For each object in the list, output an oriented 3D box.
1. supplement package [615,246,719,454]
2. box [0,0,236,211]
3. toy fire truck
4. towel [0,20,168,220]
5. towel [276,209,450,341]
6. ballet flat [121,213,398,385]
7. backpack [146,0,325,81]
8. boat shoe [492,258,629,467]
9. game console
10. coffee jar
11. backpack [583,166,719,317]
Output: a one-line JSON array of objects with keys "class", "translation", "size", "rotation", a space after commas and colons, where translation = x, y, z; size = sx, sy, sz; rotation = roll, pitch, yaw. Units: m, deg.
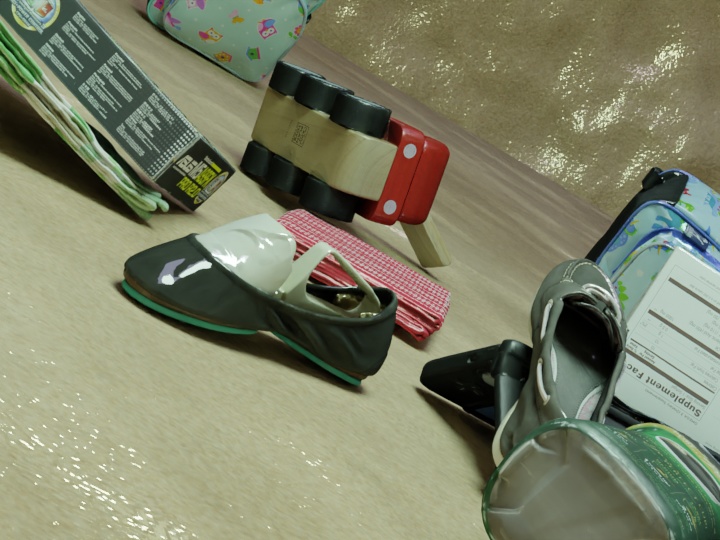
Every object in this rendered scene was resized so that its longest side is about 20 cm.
[{"class": "supplement package", "translation": [0.240, 0.088, 1.503], "size": [0.155, 0.111, 0.200], "rotation": [33, -10, 6]}, {"class": "box", "translation": [-0.173, -0.133, 1.437], "size": [0.200, 0.044, 0.160], "rotation": [47, -1, 8]}, {"class": "toy fire truck", "translation": [0.019, -0.073, 1.800], "size": [0.199, 0.130, 0.176], "rotation": [15, 9, -32]}, {"class": "towel", "translation": [-0.207, -0.123, 1.375], "size": [0.200, 0.023, 0.153], "rotation": [48, -2, -34]}, {"class": "towel", "translation": [0.000, 0.000, 1.617], "size": [0.144, 0.023, 0.200], "rotation": [31, 7, 2]}, {"class": "ballet flat", "translation": [-0.051, 0.007, 1.239], "size": [0.199, 0.069, 0.068], "rotation": [22, 13, -48]}, {"class": "backpack", "translation": [-0.122, -0.321, 2.385], "size": [0.175, 0.200, 0.154], "rotation": [30, 25, -22]}, {"class": "boat shoe", "translation": [0.130, 0.052, 1.280], "size": [0.067, 0.057, 0.201], "rotation": [37, 39, -11]}, {"class": "game console", "translation": [0.137, 0.138, 1.345], "size": [0.199, 0.117, 0.176], "rotation": [30, -21, -21]}, {"class": "coffee jar", "translation": [0.143, 0.133, 1.150], "size": [0.104, 0.085, 0.200], "rotation": [49, 14, 20]}, {"class": "backpack", "translation": [0.286, 0.042, 1.896], "size": [0.199, 0.183, 0.147], "rotation": [35, 31, -3]}]
